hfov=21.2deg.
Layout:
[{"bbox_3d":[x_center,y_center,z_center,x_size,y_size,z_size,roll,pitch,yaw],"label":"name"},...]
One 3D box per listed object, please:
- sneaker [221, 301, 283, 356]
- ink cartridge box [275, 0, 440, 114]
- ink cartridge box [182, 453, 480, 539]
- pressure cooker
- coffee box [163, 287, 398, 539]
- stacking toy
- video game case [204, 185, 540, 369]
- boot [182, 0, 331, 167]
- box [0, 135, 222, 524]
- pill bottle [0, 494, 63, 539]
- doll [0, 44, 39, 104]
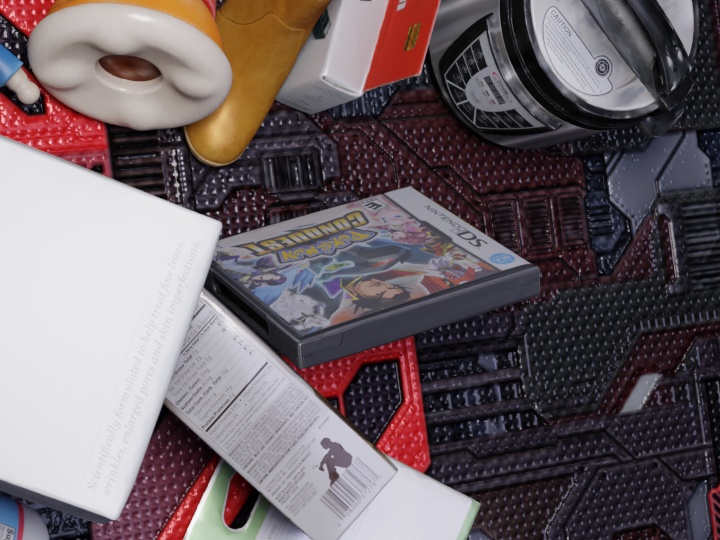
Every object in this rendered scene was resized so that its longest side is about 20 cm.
[{"bbox_3d":[-0.011,0.017,1.450,0.198,0.075,0.071,-16,93,-28],"label":"sneaker"},{"bbox_3d":[0.011,-0.226,1.428,0.043,0.173,0.202,21,76,-24],"label":"ink cartridge box"},{"bbox_3d":[-0.026,0.198,1.444,0.199,0.048,0.147,27,73,-8],"label":"ink cartridge box"},{"bbox_3d":[0.162,-0.191,1.489,0.174,0.200,0.181,7,83,-27],"label":"pressure cooker"},{"bbox_3d":[-0.076,0.097,1.360,0.200,0.113,0.080,43,86,-4],"label":"coffee box"},{"bbox_3d":[-0.152,-0.216,1.385,0.145,0.146,0.202,20,62,-24],"label":"stacking toy"},{"bbox_3d":[0.000,0.000,1.401,0.198,0.181,0.026,-16,119,-26],"label":"video game case"},{"bbox_3d":[-0.062,-0.180,1.403,0.070,0.144,0.203,23,76,-23],"label":"boot"},{"bbox_3d":[-0.214,0.035,1.213,0.198,0.131,0.201,21,80,-6],"label":"box"},{"bbox_3d":[-0.278,0.193,1.279,0.199,0.109,0.110,25,75,-24],"label":"pill bottle"},{"bbox_3d":[-0.289,-0.116,1.333,0.135,0.048,0.202,-6,87,-16],"label":"doll"}]
